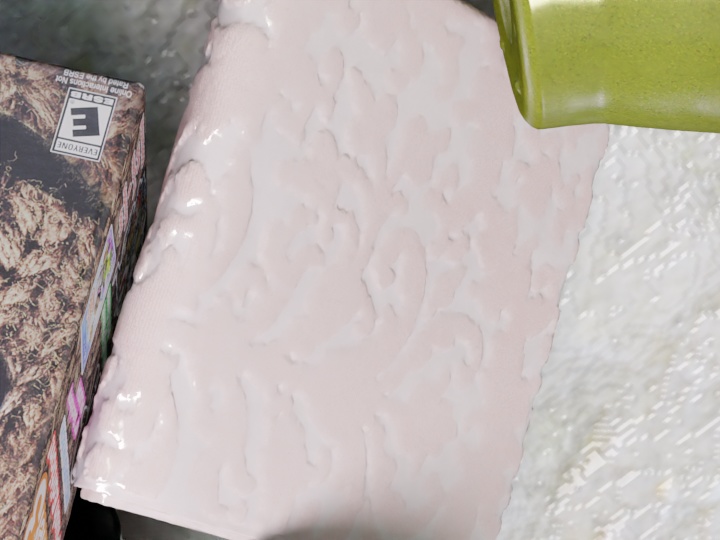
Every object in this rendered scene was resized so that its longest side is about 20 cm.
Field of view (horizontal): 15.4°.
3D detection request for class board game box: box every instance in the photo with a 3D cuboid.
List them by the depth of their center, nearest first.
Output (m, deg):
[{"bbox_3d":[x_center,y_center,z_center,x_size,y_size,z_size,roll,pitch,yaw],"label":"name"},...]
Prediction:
[{"bbox_3d":[-0.166,0.032,0.833,0.158,0.201,0.097,12,153,2],"label":"board game box"}]

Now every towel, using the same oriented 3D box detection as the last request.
[{"bbox_3d":[0.000,0.000,0.906,0.190,0.032,0.202,22,81,-45],"label":"towel"}]

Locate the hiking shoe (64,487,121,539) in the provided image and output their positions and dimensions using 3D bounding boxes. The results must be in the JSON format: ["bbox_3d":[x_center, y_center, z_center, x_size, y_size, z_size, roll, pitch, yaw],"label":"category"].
[{"bbox_3d":[-0.155,0.035,0.950,0.200,0.087,0.075,43,81,-26],"label":"hiking shoe"}]

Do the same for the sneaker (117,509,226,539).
[{"bbox_3d":[-0.067,0.054,0.962,0.070,0.080,0.201,25,132,15],"label":"sneaker"}]

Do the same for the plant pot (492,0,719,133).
[{"bbox_3d":[0.134,-0.124,0.857,0.191,0.201,0.202,-11,117,1],"label":"plant pot"}]
